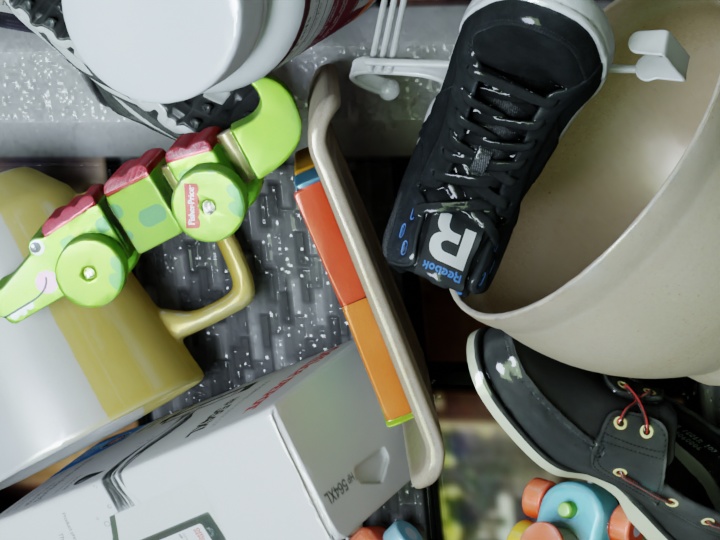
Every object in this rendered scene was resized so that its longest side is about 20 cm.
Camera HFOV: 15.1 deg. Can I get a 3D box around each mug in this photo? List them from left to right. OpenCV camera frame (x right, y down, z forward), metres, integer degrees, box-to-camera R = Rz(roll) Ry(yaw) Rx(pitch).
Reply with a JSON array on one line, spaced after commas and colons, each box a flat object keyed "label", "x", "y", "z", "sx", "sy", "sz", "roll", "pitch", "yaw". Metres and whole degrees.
[{"label": "mug", "x": -0.173, "y": 0.021, "z": 1.533, "sx": 0.154, "sy": 0.186, "sz": 0.149, "roll": 62, "pitch": 150, "yaw": 3}]

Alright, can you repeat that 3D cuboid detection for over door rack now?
[{"label": "over door rack", "x": 0.094, "y": -0.156, "z": 1.340, "sx": 0.199, "sy": 0.066, "sz": 0.149, "roll": 0, "pitch": 73, "yaw": 40}]

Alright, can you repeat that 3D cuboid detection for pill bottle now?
[{"label": "pill bottle", "x": -0.065, "y": -0.154, "z": 1.373, "sx": 0.113, "sy": 0.200, "sz": 0.115, "roll": 7, "pitch": 110, "yaw": 20}]

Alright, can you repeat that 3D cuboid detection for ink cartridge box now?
[{"label": "ink cartridge box", "x": -0.081, "y": 0.121, "z": 1.503, "sx": 0.199, "sy": 0.146, "sz": 0.085, "roll": -24, "pitch": 95, "yaw": 26}]

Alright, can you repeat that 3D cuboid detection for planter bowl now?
[{"label": "planter bowl", "x": 0.157, "y": -0.027, "z": 1.347, "sx": 0.134, "sy": 0.201, "sz": 0.200, "roll": 35, "pitch": 120, "yaw": -22}]

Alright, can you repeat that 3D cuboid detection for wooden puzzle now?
[{"label": "wooden puzzle", "x": 0.000, "y": 0.000, "z": 1.411, "sx": 0.037, "sy": 0.185, "sz": 0.201, "roll": -16, "pitch": 100, "yaw": 2}]

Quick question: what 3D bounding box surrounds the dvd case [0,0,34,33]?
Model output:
[{"label": "dvd case", "x": -0.215, "y": -0.237, "z": 1.510, "sx": 0.148, "sy": 0.016, "sz": 0.202, "roll": 11, "pitch": 110, "yaw": 17}]

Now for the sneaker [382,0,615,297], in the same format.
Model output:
[{"label": "sneaker", "x": 0.061, "y": -0.049, "z": 1.267, "sx": 0.073, "sy": 0.113, "sz": 0.200, "roll": 19, "pitch": 158, "yaw": -2}]

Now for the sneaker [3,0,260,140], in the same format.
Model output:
[{"label": "sneaker", "x": -0.139, "y": -0.130, "z": 1.473, "sx": 0.200, "sy": 0.090, "sz": 0.067, "roll": 39, "pitch": 74, "yaw": -4}]

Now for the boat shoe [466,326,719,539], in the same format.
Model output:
[{"label": "boat shoe", "x": 0.136, "y": 0.082, "z": 1.409, "sx": 0.201, "sy": 0.074, "sz": 0.063, "roll": 37, "pitch": 130, "yaw": -27}]

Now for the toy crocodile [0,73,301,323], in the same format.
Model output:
[{"label": "toy crocodile", "x": -0.113, "y": -0.033, "z": 1.418, "sx": 0.199, "sy": 0.068, "sz": 0.062, "roll": -29, "pitch": 101, "yaw": 16}]

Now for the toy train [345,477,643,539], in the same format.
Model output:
[{"label": "toy train", "x": 0.059, "y": 0.158, "z": 1.485, "sx": 0.200, "sy": 0.055, "sz": 0.151, "roll": -43, "pitch": 65, "yaw": 25}]
